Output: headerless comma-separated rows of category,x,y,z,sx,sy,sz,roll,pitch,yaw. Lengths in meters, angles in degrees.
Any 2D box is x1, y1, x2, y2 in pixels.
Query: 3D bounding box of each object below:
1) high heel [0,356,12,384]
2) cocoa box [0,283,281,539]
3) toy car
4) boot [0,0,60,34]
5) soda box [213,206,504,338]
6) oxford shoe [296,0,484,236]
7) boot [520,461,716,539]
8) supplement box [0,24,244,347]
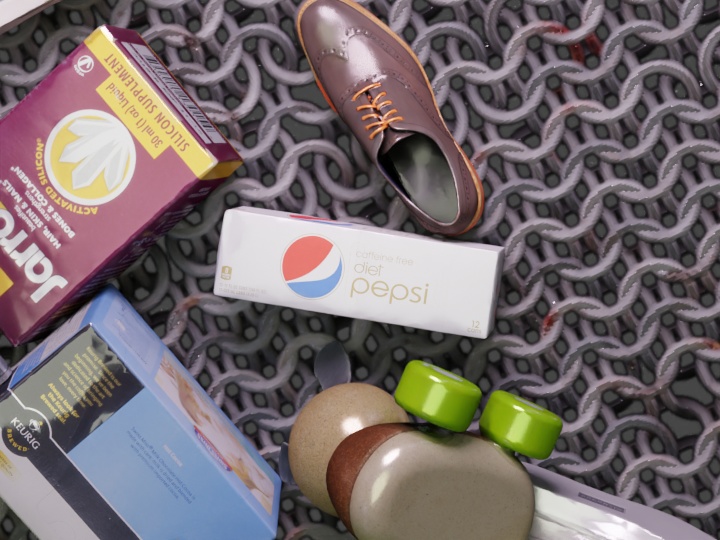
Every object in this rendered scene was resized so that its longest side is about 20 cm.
high heel,-0.326,0.014,1.356,0.071,0.199,0.143,-42,114,-26
cocoa box,-0.165,0.133,1.351,0.131,0.133,0.200,-39,100,7
toy car,0.013,0.133,1.342,0.157,0.200,0.165,21,94,-39
boot,-0.235,-0.237,1.386,0.199,0.073,0.091,-26,95,9
soda box,0.000,0.000,1.370,0.198,0.068,0.064,9,95,7
oxford shoe,0.021,-0.114,1.358,0.071,0.073,0.201,-37,88,9
boot,0.174,0.214,1.364,0.199,0.073,0.096,22,102,15
supplement box,-0.203,-0.061,1.377,0.200,0.103,0.131,-42,88,9
